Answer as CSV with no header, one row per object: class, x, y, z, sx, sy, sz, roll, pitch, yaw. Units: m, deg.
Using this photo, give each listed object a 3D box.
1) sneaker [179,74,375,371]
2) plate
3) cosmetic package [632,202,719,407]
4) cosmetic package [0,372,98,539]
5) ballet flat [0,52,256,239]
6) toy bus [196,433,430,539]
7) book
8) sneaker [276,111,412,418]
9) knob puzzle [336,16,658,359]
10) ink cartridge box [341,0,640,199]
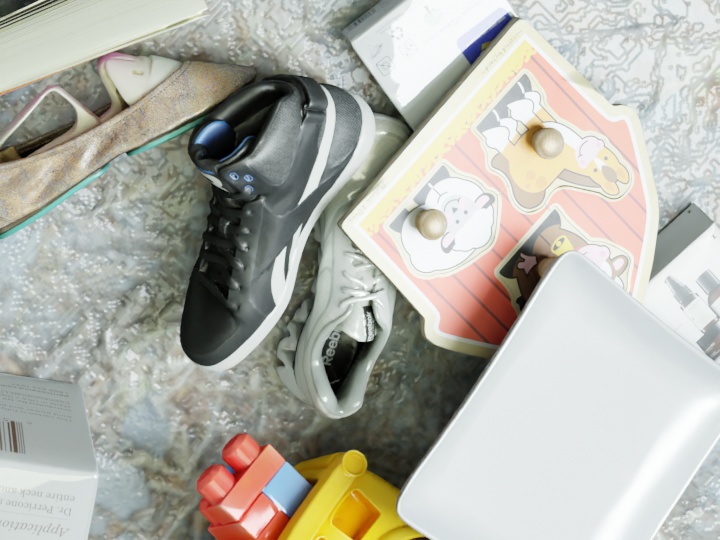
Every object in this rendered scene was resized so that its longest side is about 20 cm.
sneaker,-0.082,-0.036,1.675,0.112,0.073,0.201,18,104,-52
plate,0.131,0.110,1.726,0.200,0.032,0.200,36,86,-36
cosmetic package,0.178,0.056,1.792,0.200,0.051,0.083,-43,109,4
cosmetic package,-0.266,0.177,1.683,0.166,0.166,0.201,10,105,-14
ballet flat,-0.161,-0.093,1.672,0.199,0.068,0.067,-30,103,-2
toy bus,-0.045,0.207,1.728,0.192,0.136,0.200,42,66,-15
book,-0.196,-0.129,1.606,0.199,0.134,0.048,-24,93,-10
sneaker,0.000,0.000,1.725,0.075,0.081,0.201,8,104,-11
knob puzzle,0.112,-0.027,1.707,0.218,0.030,0.221,-4,101,-19
ink cartridge box,0.084,-0.102,1.730,0.099,0.039,0.200,-36,109,1
